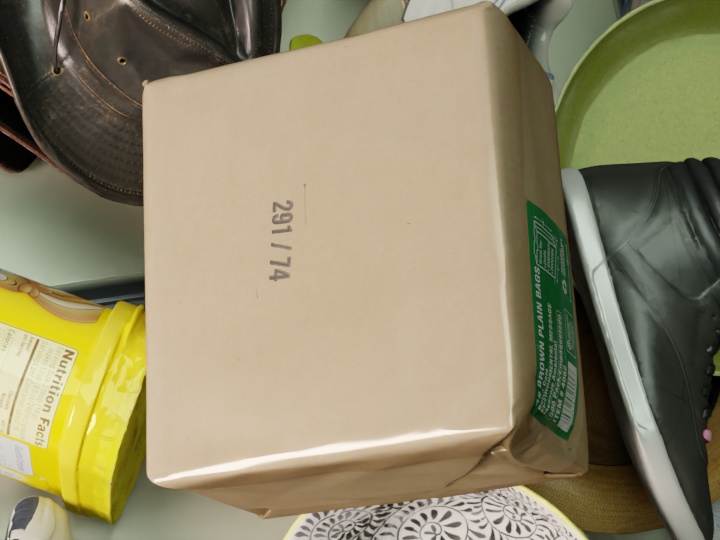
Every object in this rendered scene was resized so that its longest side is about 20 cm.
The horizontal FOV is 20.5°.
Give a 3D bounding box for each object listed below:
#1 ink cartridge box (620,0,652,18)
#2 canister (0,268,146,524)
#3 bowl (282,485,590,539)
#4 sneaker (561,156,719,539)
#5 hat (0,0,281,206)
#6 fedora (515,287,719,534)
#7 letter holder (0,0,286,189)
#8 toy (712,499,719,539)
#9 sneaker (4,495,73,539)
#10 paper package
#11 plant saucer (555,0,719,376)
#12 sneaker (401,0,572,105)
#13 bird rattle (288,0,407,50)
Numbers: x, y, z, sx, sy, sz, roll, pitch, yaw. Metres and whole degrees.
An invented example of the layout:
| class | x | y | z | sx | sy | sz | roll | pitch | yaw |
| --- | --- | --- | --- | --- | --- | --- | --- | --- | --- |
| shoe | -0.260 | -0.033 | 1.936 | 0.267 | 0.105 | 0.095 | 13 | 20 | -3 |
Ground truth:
| class | x | y | z | sx | sy | sz | roll | pitch | yaw |
| --- | --- | --- | --- | --- | --- | --- | --- | --- | --- |
| ink cartridge box | 0.243 | -0.187 | 1.106 | 0.145 | 0.200 | 0.148 | 17 | 68 | -2 |
| canister | -0.200 | 0.043 | 0.981 | 0.198 | 0.149 | 0.087 | 20 | 69 | 1 |
| bowl | 0.057 | 0.183 | 0.981 | 0.199 | 0.094 | 0.203 | 3 | 97 | 25 |
| sneaker | 0.167 | 0.035 | 0.971 | 0.098 | 0.071 | 0.202 | -15 | 86 | -1 |
| hat | -0.094 | -0.137 | 1.000 | 0.199 | 0.081 | 0.203 | 5 | 82 | -40 |
| fedora | 0.119 | 0.056 | 1.061 | 0.199 | 0.082 | 0.202 | 7 | 66 | -15 |
| letter holder | -0.130 | -0.144 | 1.087 | 0.142 | 0.100 | 0.201 | 35 | 65 | -29 |
| toy | 0.216 | 0.190 | 1.034 | 0.114 | 0.047 | 0.201 | 23 | 47 | -4 |
| sneaker | -0.106 | 0.206 | 0.974 | 0.128 | 0.080 | 0.201 | -4 | 66 | -18 |
| paper package | 0.000 | 0.000 | 0.914 | 0.189 | 0.103 | 0.202 | -11 | 70 | 24 |
| plant saucer | 0.188 | -0.045 | 1.034 | 0.198 | 0.031 | 0.202 | 1 | 85 | -7 |
| sneaker | 0.052 | -0.069 | 1.004 | 0.074 | 0.087 | 0.202 | 29 | 65 | -40 |
| bird rattle | 0.035 | -0.115 | 1.122 | 0.163 | 0.113 | 0.201 | 37 | 58 | -10 |
